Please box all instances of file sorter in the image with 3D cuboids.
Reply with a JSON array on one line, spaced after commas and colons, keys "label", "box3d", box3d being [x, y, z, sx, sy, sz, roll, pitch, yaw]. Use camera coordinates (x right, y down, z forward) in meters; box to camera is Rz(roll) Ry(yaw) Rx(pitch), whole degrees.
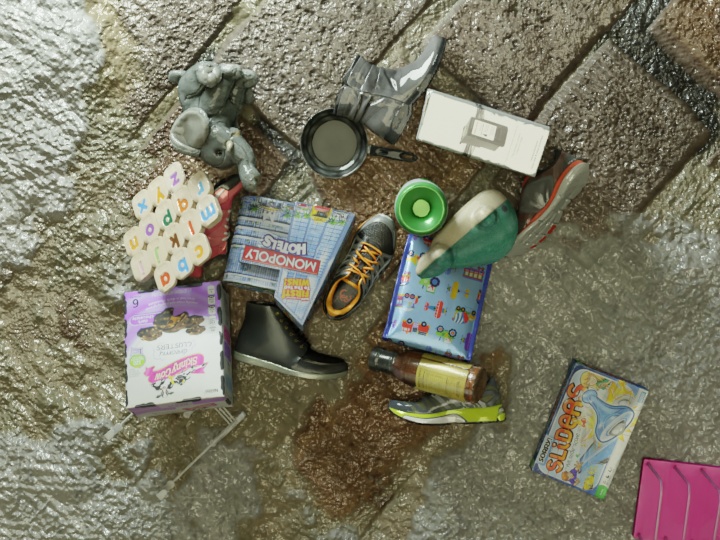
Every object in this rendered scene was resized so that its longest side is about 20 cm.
[{"label": "file sorter", "box3d": [0.569, 0.405, 1.715, 0.198, 0.125, 0.141, 6, 97, 2]}]

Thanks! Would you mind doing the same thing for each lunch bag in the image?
[{"label": "lunch bag", "box3d": [0.132, 0.036, 1.727, 0.149, 0.094, 0.202, 14, 85, 3]}]

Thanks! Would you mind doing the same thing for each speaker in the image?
[{"label": "speaker", "box3d": [0.096, -0.102, 1.650, 0.087, 0.200, 0.090, 0, 96, 3]}]

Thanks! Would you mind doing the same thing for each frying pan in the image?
[{"label": "frying pan", "box3d": [-0.007, -0.220, 1.729, 0.188, 0.031, 0.116, -12, 95, 0]}]

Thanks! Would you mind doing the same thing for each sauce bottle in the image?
[{"label": "sauce bottle", "box3d": [0.109, 0.167, 1.720, 0.198, 0.066, 0.067, 14, 97, 28]}]

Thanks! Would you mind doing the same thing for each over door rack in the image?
[{"label": "over door rack", "box3d": [-0.315, 0.264, 1.769, 0.200, 0.067, 0.148, -43, 91, -13]}]

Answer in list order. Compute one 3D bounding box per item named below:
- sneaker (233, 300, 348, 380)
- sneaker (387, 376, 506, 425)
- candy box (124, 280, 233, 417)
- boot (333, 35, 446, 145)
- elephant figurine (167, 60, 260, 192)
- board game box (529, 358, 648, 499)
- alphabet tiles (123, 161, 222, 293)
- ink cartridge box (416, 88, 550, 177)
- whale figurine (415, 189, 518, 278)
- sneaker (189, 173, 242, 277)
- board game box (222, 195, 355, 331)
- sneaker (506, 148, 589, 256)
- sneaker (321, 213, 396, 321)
[{"label": "sneaker", "box3d": [-0.111, 0.118, 1.747, 0.198, 0.075, 0.107, 12, 96, 3]}, {"label": "sneaker", "box3d": [0.145, 0.220, 1.755, 0.197, 0.074, 0.082, -2, 80, 2]}, {"label": "candy box", "box3d": [-0.301, 0.131, 1.721, 0.166, 0.072, 0.202, -7, 69, 3]}, {"label": "boot", "box3d": [0.047, -0.318, 1.690, 0.131, 0.070, 0.201, 30, 86, 0]}, {"label": "elephant figurine", "box3d": [-0.239, -0.228, 1.684, 0.140, 0.155, 0.203, 5, 87, -20]}, {"label": "board game box", "box3d": [0.385, 0.268, 1.756, 0.134, 0.034, 0.202, 20, 96, 1]}, {"label": "alphabet tiles", "box3d": [-0.311, -0.071, 1.713, 0.199, 0.015, 0.197, -36, 60, 21]}, {"label": "ink cartridge box", "box3d": [0.190, -0.220, 1.661, 0.198, 0.145, 0.084, 18, 99, 1]}, {"label": "whale figurine", "box3d": [0.174, -0.041, 1.644, 0.104, 0.159, 0.200, 48, 51, 1]}, {"label": "sneaker", "box3d": [-0.246, -0.074, 1.747, 0.087, 0.074, 0.200, 38, 103, -11]}, {"label": "board game box", "box3d": [-0.123, -0.011, 1.713, 0.198, 0.062, 0.202, 11, 77, 2]}, {"label": "sneaker", "box3d": [0.291, -0.113, 1.717, 0.200, 0.077, 0.082, -51, 61, 12]}, {"label": "sneaker", "box3d": [0.000, 0.000, 1.729, 0.078, 0.077, 0.201, 27, 95, 1]}]
